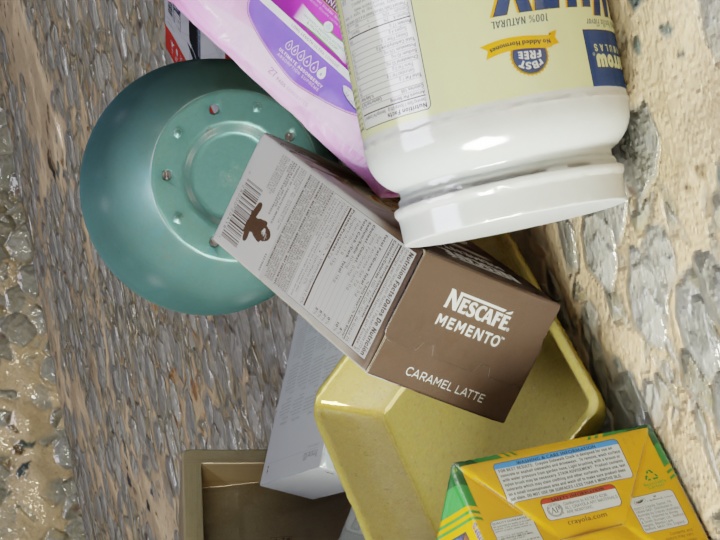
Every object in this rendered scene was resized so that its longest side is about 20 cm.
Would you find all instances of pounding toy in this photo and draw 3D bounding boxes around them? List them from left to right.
[{"bbox_3d":[-0.043,0.257,1.757,0.143,0.198,0.185,98,170,-47],"label":"pounding toy"}]

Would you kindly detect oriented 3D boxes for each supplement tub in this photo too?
[{"bbox_3d":[0.063,-0.123,1.180,0.145,0.144,0.202,158,101,-73],"label":"supplement tub"}]

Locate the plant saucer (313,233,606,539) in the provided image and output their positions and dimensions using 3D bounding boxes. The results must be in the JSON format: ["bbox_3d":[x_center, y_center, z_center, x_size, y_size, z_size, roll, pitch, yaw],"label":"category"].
[{"bbox_3d":[0.067,0.086,1.355,0.200,0.048,0.201,-53,39,26],"label":"plant saucer"}]

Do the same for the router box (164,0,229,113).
[{"bbox_3d":[-0.122,-0.224,1.911,0.200,0.049,0.180,-120,25,-49],"label":"router box"}]

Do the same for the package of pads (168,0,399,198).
[{"bbox_3d":[-0.010,-0.151,1.339,0.200,0.076,0.121,43,113,17],"label":"package of pads"}]

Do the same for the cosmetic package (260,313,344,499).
[{"bbox_3d":[-0.017,0.087,1.650,0.200,0.051,0.152,149,137,-73],"label":"cosmetic package"}]

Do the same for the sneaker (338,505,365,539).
[{"bbox_3d":[0.018,0.192,1.545,0.200,0.073,0.080,125,141,-60],"label":"sneaker"}]

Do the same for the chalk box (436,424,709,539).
[{"bbox_3d":[0.113,0.203,1.248,0.201,0.124,0.124,100,154,-48],"label":"chalk box"}]

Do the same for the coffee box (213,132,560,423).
[{"bbox_3d":[0.012,0.002,1.324,0.200,0.114,0.080,38,104,51],"label":"coffee box"}]

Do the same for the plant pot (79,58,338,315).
[{"bbox_3d":[-0.104,-0.067,1.657,0.161,0.199,0.202,174,86,-78],"label":"plant pot"}]
